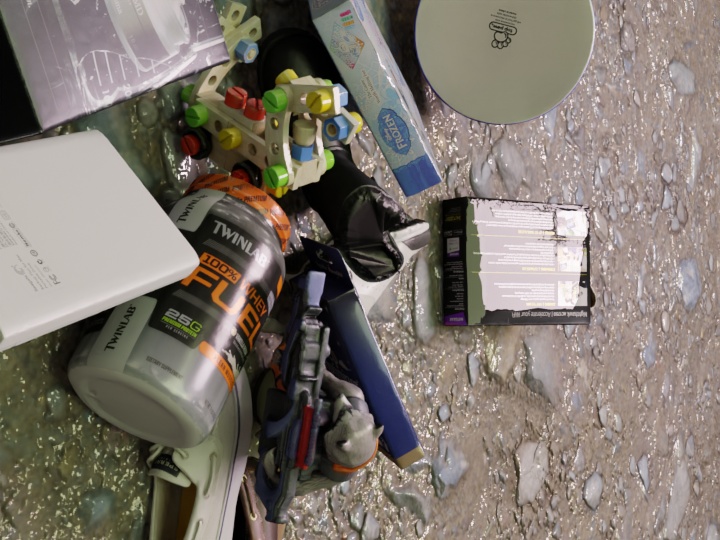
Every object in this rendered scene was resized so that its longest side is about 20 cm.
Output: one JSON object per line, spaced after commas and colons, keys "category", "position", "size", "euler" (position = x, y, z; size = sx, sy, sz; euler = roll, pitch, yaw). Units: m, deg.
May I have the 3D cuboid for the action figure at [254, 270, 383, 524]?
{"category": "action figure", "position": [-0.034, 0.096, 0.894], "size": [0.104, 0.193, 0.202], "euler": [8, 101, -26]}

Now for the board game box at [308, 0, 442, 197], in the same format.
{"category": "board game box", "position": [0.006, -0.202, 1.048], "size": [0.201, 0.043, 0.200], "euler": [-101, 164, -57]}

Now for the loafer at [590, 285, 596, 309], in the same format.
{"category": "loafer", "position": [0.250, 0.000, 1.416], "size": [0.200, 0.068, 0.076], "euler": [36, 60, -45]}

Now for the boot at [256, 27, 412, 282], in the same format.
{"category": "boot", "position": [-0.021, -0.104, 0.975], "size": [0.076, 0.168, 0.202], "euler": [-22, 124, -10]}

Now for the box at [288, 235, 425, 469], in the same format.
{"category": "box", "position": [-0.011, 0.070, 0.967], "size": [0.032, 0.121, 0.202], "euler": [-26, 106, -15]}

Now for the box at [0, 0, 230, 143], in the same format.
{"category": "box", "position": [-0.222, -0.213, 0.773], "size": [0.196, 0.123, 0.202], "euler": [-36, 116, -49]}

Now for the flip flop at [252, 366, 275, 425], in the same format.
{"category": "flip flop", "position": [-0.024, 0.129, 1.062], "size": [0.199, 0.057, 0.082], "euler": [16, 76, -51]}

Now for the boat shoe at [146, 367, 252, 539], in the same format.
{"category": "boat shoe", "position": [-0.142, 0.161, 0.903], "size": [0.070, 0.070, 0.202], "euler": [14, 83, -52]}

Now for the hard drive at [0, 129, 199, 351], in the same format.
{"category": "hard drive", "position": [-0.209, -0.028, 0.729], "size": [0.132, 0.026, 0.200], "euler": [51, 29, 7]}

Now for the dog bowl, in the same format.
{"category": "dog bowl", "position": [0.157, -0.262, 1.196], "size": [0.079, 0.198, 0.202], "euler": [-61, 141, -78]}

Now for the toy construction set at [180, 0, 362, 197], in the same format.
{"category": "toy construction set", "position": [-0.088, -0.140, 0.912], "size": [0.091, 0.200, 0.132], "euler": [-12, 133, -36]}

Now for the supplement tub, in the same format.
{"category": "supplement tub", "position": [-0.137, 0.028, 0.869], "size": [0.123, 0.122, 0.201], "euler": [50, 51, -38]}

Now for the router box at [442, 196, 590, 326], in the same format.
{"category": "router box", "position": [0.191, -0.009, 1.307], "size": [0.198, 0.051, 0.151], "euler": [2, 87, -33]}

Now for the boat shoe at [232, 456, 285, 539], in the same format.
{"category": "boat shoe", "position": [-0.104, 0.265, 0.943], "size": [0.070, 0.070, 0.202], "euler": [18, 66, -58]}

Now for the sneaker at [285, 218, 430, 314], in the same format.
{"category": "sneaker", "position": [0.000, 0.000, 1.099], "size": [0.199, 0.073, 0.081], "euler": [-27, 114, -41]}
